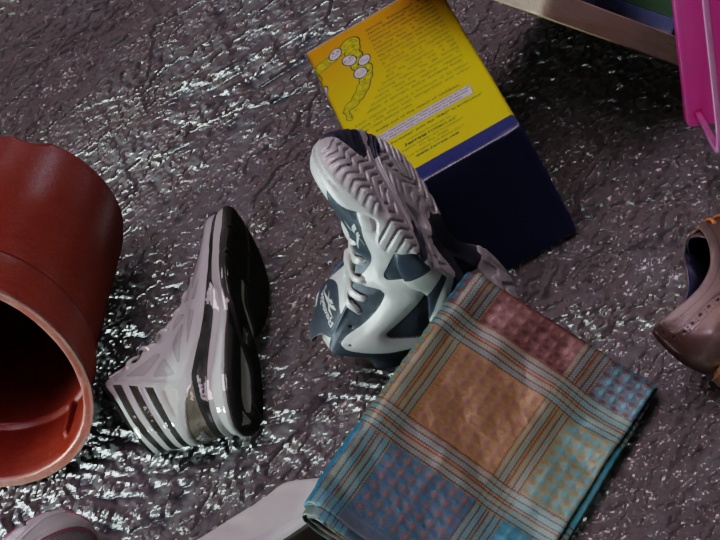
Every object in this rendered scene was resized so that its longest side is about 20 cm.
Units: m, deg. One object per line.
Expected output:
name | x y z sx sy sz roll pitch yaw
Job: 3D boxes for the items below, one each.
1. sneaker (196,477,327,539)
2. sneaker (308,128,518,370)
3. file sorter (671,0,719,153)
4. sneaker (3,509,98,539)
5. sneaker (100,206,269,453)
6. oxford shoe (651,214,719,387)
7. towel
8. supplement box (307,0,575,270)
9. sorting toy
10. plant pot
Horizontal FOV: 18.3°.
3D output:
sneaker | -0.062 0.184 1.409 0.200 0.073 0.085 -24 16 14
sneaker | 0.000 0.000 1.448 0.130 0.199 0.080 -28 45 25
file sorter | 0.300 -0.156 1.376 0.200 0.139 0.125 -8 18 3
sneaker | -0.206 0.248 1.424 0.088 0.081 0.200 3 59 33
sneaker | -0.131 0.043 1.575 0.115 0.076 0.201 -16 45 17
oxford shoe | 0.246 -0.022 1.379 0.073 0.071 0.200 29 62 3
towel | 0.074 0.110 1.355 0.147 0.022 0.200 33 66 7
supplement box | 0.054 -0.092 1.565 0.109 0.109 0.200 -29 39 4
sorting toy | 0.137 -0.209 1.553 0.199 0.200 0.070 28 101 46
plant pot | -0.264 0.017 1.614 0.201 0.201 0.195 -13 35 23
